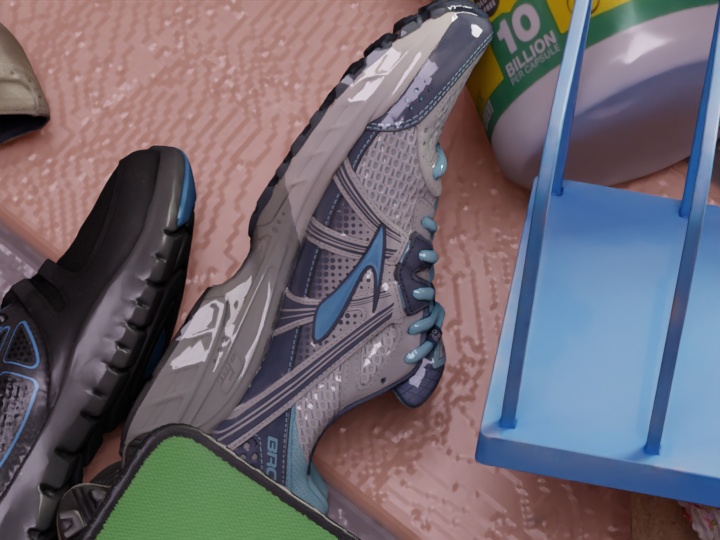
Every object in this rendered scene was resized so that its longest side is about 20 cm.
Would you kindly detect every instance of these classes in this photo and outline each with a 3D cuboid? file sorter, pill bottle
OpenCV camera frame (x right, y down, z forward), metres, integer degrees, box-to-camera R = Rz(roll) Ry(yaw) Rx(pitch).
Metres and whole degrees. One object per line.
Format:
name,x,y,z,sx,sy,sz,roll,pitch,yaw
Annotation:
file sorter,0.149,-0.011,0.896,0.198,0.123,0.139,10,38,5
pill bottle,0.069,-0.139,1.038,0.112,0.113,0.201,-19,72,-8

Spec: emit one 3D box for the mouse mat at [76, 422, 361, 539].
mouse mat,-0.022,0.164,0.879,0.199,0.008,0.161,35,77,-10

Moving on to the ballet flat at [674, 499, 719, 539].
ballet flat,0.176,0.116,0.908,0.199,0.076,0.064,26,105,14

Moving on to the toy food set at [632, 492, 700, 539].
toy food set,0.193,0.085,0.985,0.198,0.049,0.199,8,70,3

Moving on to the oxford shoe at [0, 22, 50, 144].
oxford shoe,-0.202,-0.030,1.017,0.200,0.070,0.075,-37,80,-12

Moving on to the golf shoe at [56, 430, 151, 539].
golf shoe,-0.028,0.147,0.943,0.077,0.088,0.201,-27,71,-12

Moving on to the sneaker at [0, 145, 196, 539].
sneaker,-0.119,0.037,0.992,0.081,0.073,0.201,22,70,9

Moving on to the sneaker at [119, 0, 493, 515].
sneaker,0.000,0.000,0.995,0.086,0.078,0.201,31,99,-1
